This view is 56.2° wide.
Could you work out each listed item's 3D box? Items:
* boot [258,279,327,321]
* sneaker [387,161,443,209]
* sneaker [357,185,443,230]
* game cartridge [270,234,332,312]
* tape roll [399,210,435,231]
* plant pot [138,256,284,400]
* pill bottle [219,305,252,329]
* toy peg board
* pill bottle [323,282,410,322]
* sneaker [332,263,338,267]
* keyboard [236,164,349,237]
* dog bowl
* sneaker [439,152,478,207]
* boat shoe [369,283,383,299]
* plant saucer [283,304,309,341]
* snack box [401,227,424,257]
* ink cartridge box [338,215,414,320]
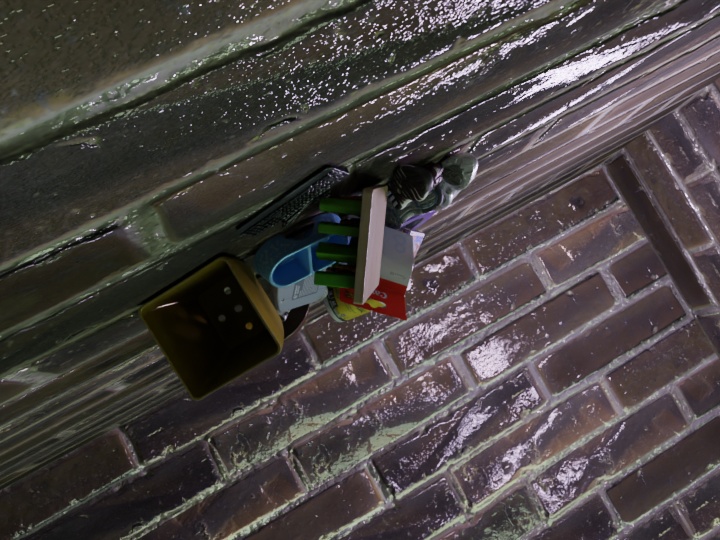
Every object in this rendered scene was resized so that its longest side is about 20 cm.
[{"bbox_3d":[-0.172,0.077,1.559,0.198,0.096,0.074,1,145,-11],"label":"boot"},{"bbox_3d":[0.123,-0.187,1.318,0.115,0.076,0.200,-33,-175,-15],"label":"sneaker"},{"bbox_3d":[0.085,-0.138,1.487,0.199,0.075,0.087,-21,-161,3],"label":"sneaker"},{"bbox_3d":[-0.123,0.000,1.424,0.133,0.040,0.201,-20,143,-34],"label":"game cartridge"},{"bbox_3d":[0.080,-0.119,1.636,0.199,0.066,0.200,-30,173,-4],"label":"tape roll"},{"bbox_3d":[-0.260,0.093,1.286,0.199,0.201,0.176,-30,-175,11],"label":"plant pot"},{"bbox_3d":[-0.297,0.132,1.724,0.199,0.112,0.111,-28,174,-13],"label":"pill bottle"},{"bbox_3d":[-0.017,-0.059,1.249,0.097,0.201,0.199,7,-169,8],"label":"toy peg board"},{"bbox_3d":[0.016,0.043,1.628,0.199,0.112,0.111,-23,176,22],"label":"pill bottle"},{"bbox_3d":[-0.089,-0.002,1.604,0.200,0.089,0.079,-36,131,11],"label":"sneaker"},{"bbox_3d":[-0.102,-0.109,1.102,0.199,0.021,0.127,-31,174,20],"label":"keyboard"},{"bbox_3d":[-0.109,-0.035,1.316,0.199,0.050,0.112,-27,146,-20],"label":"dog bowl"},{"bbox_3d":[0.215,-0.219,1.482,0.099,0.078,0.200,-45,179,-20],"label":"sneaker"},{"bbox_3d":[0.000,0.000,1.465,0.073,0.201,0.061,4,130,-22],"label":"boat shoe"},{"bbox_3d":[-0.215,0.127,1.796,0.199,0.035,0.201,-20,-138,19],"label":"plant saucer"},{"bbox_3d":[0.121,-0.066,1.674,0.072,0.024,0.200,-68,167,7],"label":"snack box"},{"bbox_3d":[0.035,-0.008,1.390,0.159,0.201,0.047,18,139,-22],"label":"ink cartridge box"}]
